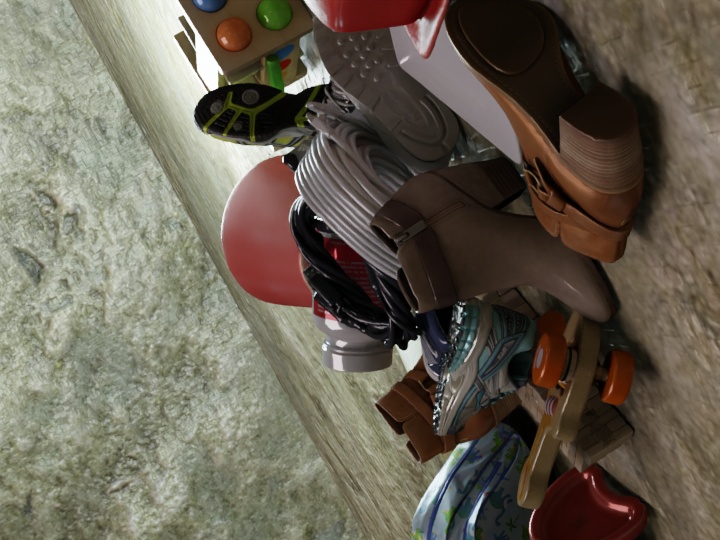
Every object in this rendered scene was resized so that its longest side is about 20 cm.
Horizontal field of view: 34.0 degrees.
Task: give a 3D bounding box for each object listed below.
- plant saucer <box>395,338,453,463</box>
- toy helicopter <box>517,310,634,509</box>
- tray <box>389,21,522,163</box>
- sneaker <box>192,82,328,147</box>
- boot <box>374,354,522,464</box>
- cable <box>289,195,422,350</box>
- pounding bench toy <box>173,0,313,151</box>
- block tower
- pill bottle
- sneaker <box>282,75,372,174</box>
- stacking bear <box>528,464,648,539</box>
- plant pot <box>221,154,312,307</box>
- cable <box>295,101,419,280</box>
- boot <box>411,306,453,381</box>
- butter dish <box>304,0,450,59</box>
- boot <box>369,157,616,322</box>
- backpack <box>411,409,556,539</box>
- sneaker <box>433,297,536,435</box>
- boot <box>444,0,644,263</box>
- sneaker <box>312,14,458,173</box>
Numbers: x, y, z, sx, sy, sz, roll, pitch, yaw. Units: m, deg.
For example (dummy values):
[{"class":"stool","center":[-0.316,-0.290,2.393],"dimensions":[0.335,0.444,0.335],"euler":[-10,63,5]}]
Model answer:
[{"class":"plant saucer","center":[0.103,0.173,1.525],"dimensions":[0.200,0.047,0.201],"euler":[-114,0,-65]},{"class":"toy helicopter","center":[0.177,0.126,1.074],"dimensions":[0.133,0.078,0.202],"euler":[-85,8,-65]},{"class":"tray","center":[0.082,-0.182,1.012],"dimensions":[0.200,0.022,0.108],"euler":[48,161,43]},{"class":"sneaker","center":[-0.091,-0.164,1.336],"dimensions":[0.077,0.197,0.076],"euler":[88,-176,-67]},{"class":"boot","center":[0.079,0.115,1.358],"dimensions":[0.200,0.154,0.074],"euler":[51,165,34]},{"class":"cable","center":[0.000,0.000,1.242],"dimensions":[0.200,0.051,0.164],"euler":[41,147,35]},{"class":"pounding bench toy","center":[-0.121,-0.254,1.385],"dimensions":[0.201,0.123,0.156],"euler":[58,166,9]},{"class":"block tower","center":[0.185,0.108,1.173],"dimensions":[0.201,0.054,0.058],"euler":[53,166,30]},{"class":"pill bottle","center":[-0.002,0.011,1.378],"dimensions":[0.112,0.111,0.203],"euler":[-152,61,-66]},{"class":"sneaker","center":[-0.029,-0.149,1.229],"dimensions":[0.075,0.115,0.202],"euler":[42,146,40]},{"class":"stacking bear","center":[0.263,0.328,1.254],"dimensions":[0.121,0.113,0.201],"euler":[37,158,58]},{"class":"plant pot","center":[-0.057,-0.039,1.505],"dimensions":[0.177,0.200,0.202],"euler":[20,139,57]},{"class":"cable","center":[0.029,-0.063,1.148],"dimensions":[0.199,0.069,0.201],"euler":[17,-148,-48]},{"class":"boot","center":[0.083,0.014,1.253],"dimensions":[0.091,0.072,0.202],"euler":[92,165,-57]},{"class":"butter dish","center":[-0.021,-0.268,0.900],"dimensions":[0.200,0.146,0.201],"euler":[110,139,-73]},{"class":"boot","center":[0.107,-0.006,1.020],"dimensions":[0.201,0.145,0.070],"euler":[54,164,22]},{"class":"backpack","center":[0.146,0.282,1.370],"dimensions":[0.153,0.199,0.164],"euler":[24,143,53]},{"class":"sneaker","center":[0.119,0.105,1.136],"dimensions":[0.201,0.085,0.078],"euler":[99,180,-55]},{"class":"boot","center":[0.138,-0.106,0.883],"dimensions":[0.200,0.076,0.156],"euler":[43,163,31]},{"class":"sneaker","center":[0.018,-0.175,1.151],"dimensions":[0.201,0.076,0.081],"euler":[56,174,11]}]
